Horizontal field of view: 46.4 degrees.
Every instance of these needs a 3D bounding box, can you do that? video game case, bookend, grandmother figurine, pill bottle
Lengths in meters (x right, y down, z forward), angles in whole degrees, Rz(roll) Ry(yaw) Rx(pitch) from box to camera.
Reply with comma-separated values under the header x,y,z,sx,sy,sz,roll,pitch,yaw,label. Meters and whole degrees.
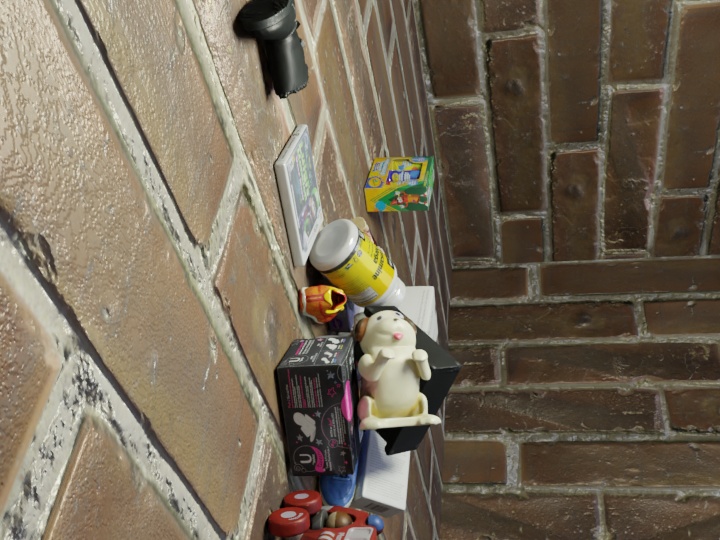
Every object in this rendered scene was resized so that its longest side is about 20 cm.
x,y,z,sx,sy,sz,roll,pitch,yaw,label
-0.108,-0.139,1.533,0.182,0.023,0.202,-73,158,-58,video game case
0.060,0.205,1.598,0.092,0.198,0.202,2,119,-48,bookend
0.015,-0.045,1.795,0.200,0.060,0.123,39,57,-72,grandmother figurine
0.000,0.000,1.643,0.200,0.112,0.113,43,39,-36,pill bottle

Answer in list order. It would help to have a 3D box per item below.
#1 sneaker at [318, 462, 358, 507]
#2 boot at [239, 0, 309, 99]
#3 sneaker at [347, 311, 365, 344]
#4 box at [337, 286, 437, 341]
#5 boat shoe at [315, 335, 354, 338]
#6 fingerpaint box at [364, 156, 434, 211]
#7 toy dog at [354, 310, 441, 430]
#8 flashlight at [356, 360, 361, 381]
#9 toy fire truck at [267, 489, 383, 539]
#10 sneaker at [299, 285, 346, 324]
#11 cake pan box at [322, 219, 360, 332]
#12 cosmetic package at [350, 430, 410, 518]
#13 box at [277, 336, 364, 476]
x,y,z,sx,sy,sz,roll,pitch,yaw,label
-0.035,0.346,1.598,0.112,0.076,0.201,95,6,-50,sneaker
-0.133,-0.358,1.355,0.199,0.072,0.164,-76,163,-55,boot
-0.006,0.164,1.734,0.202,0.079,0.071,84,10,-45,sneaker
0.067,0.140,1.891,0.199,0.197,0.132,-71,156,-60,box
-0.058,0.166,1.600,0.200,0.071,0.067,-29,120,-79,boat shoe
0.107,-0.234,2.239,0.201,0.165,0.074,-72,159,-57,fingerpaint box
0.057,0.171,1.462,0.194,0.138,0.203,122,-34,-79,toy dog
-0.036,0.225,1.614,0.068,0.067,0.200,-62,-178,20,flashlight
-0.051,0.429,1.346,0.200,0.166,0.114,-26,113,-77,toy fire truck
-0.059,0.065,1.606,0.200,0.076,0.074,8,78,-80,sneaker
-0.035,0.007,1.796,0.200,0.052,0.186,-66,153,-64,cake pan box
0.039,0.375,1.673,0.071,0.101,0.202,-42,-149,48,cosmetic package
-0.066,0.231,1.444,0.132,0.113,0.202,-63,149,-72,box
